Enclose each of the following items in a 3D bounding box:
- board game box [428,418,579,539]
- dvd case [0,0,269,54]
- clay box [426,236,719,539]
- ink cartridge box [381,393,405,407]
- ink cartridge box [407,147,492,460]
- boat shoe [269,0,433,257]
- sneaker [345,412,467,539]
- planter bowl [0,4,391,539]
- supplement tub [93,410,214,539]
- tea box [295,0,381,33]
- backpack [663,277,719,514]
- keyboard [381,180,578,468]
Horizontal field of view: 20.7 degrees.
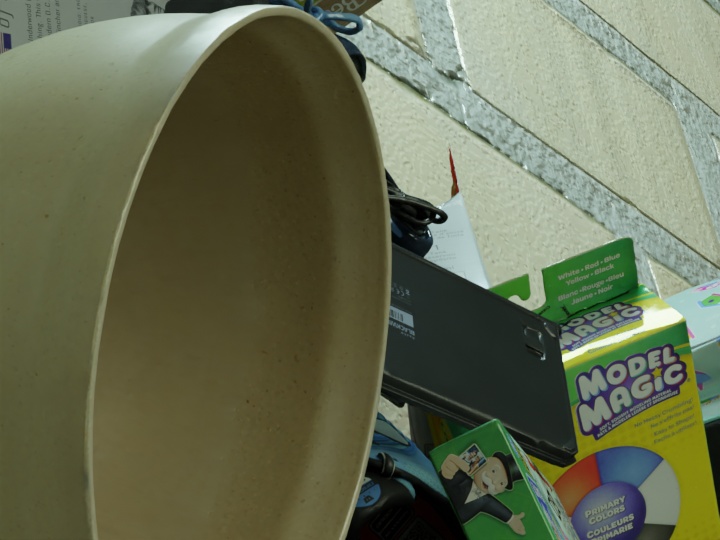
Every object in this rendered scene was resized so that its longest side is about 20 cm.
[{"bbox_3d":[0.080,0.135,0.738,0.135,0.029,0.200,64,4,16],"label":"board game box"},{"bbox_3d":[-0.094,-0.077,0.745,0.200,0.025,0.151,3,81,-58],"label":"dvd case"},{"bbox_3d":[0.098,0.094,0.888,0.048,0.115,0.200,-132,-156,-58],"label":"clay box"},{"bbox_3d":[-0.070,-0.031,0.907,0.176,0.084,0.200,36,35,-38],"label":"ink cartridge box"},{"bbox_3d":[0.042,0.049,0.988,0.200,0.057,0.163,-108,-170,-65],"label":"ink cartridge box"},{"bbox_3d":[-0.023,-0.081,0.869,0.200,0.069,0.084,63,27,6],"label":"boat shoe"},{"bbox_3d":[-0.014,0.072,0.761,0.200,0.078,0.090,37,-5,-12],"label":"sneaker"},{"bbox_3d":[-0.088,0.019,0.583,0.200,0.134,0.201,6,90,-68],"label":"planter bowl"},{"bbox_3d":[-0.064,0.156,0.684,0.122,0.122,0.200,-4,66,-60],"label":"supplement tub"},{"bbox_3d":[-0.070,-0.215,0.968,0.197,0.200,0.134,39,32,-32],"label":"tea box"},{"bbox_3d":[0.217,0.085,1.168,0.154,0.176,0.200,64,24,3],"label":"backpack"},{"bbox_3d":[0.000,0.000,0.769,0.200,0.021,0.127,26,39,-27],"label":"keyboard"}]
